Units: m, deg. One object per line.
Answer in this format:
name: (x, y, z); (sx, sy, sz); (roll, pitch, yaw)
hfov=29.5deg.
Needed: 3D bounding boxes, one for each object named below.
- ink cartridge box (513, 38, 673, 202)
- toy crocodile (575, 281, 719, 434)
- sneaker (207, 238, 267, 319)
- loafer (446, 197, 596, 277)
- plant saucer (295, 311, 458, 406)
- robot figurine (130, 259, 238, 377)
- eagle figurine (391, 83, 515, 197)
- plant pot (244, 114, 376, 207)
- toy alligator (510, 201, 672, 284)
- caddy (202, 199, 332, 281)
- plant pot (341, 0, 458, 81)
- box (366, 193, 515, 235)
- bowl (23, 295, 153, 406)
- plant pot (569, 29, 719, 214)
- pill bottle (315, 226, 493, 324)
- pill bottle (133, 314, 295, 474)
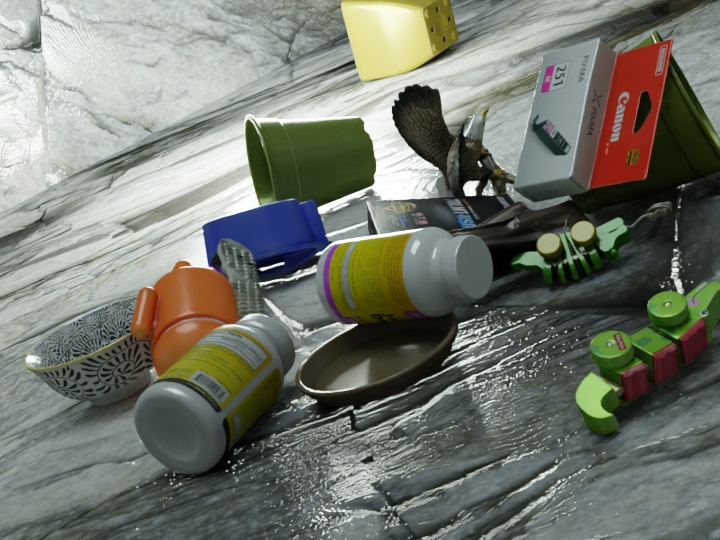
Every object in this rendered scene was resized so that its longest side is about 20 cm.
ink cartridge box: (0.281, -0.189, 1.661); (0.173, 0.044, 0.200); (-10, 58, 48)
toy crocodile: (0.274, 0.077, 1.274); (0.200, 0.068, 0.062); (-32, 39, -23)
sneaker: (-0.188, 0.050, 1.914); (0.100, 0.070, 0.200); (-52, 26, 26)
loafer: (0.183, -0.042, 1.653); (0.200, 0.073, 0.071); (-7, 57, -10)
plant saucer: (0.021, 0.100, 1.568); (0.200, 0.030, 0.200); (-20, 18, 7)
robot figurine: (-0.210, 0.075, 1.720); (0.116, 0.144, 0.200); (-24, 41, 7)
eagle figurine: (0.134, -0.168, 1.928); (0.152, 0.151, 0.200); (-6, -13, 38)
plant pot: (-0.079, -0.182, 2.296); (0.190, 0.200, 0.200); (-14, 16, -12)
toy alligator: (0.275, -0.024, 1.595); (0.200, 0.059, 0.054); (-20, 58, 10)
caddy: (-0.141, -0.037, 2.045); (0.200, 0.105, 0.141); (-15, -3, 23)
plant pot: (0.109, -0.562, 3.161); (0.200, 0.196, 0.194); (6, 31, 39)
box: (0.115, -0.051, 1.775); (0.198, 0.050, 0.200); (-5, 18, -3)
bowl: (-0.338, 0.119, 1.833); (0.200, 0.094, 0.201); (-20, 18, 7)
plant pot: (0.341, -0.172, 1.753); (0.193, 0.200, 0.200); (-29, 15, 18)
pill bottle: (0.052, 0.006, 1.590); (0.200, 0.104, 0.104); (-7, 23, 40)
pill bottle: (-0.157, 0.133, 1.548); (0.112, 0.113, 0.200); (-10, 21, 34)
